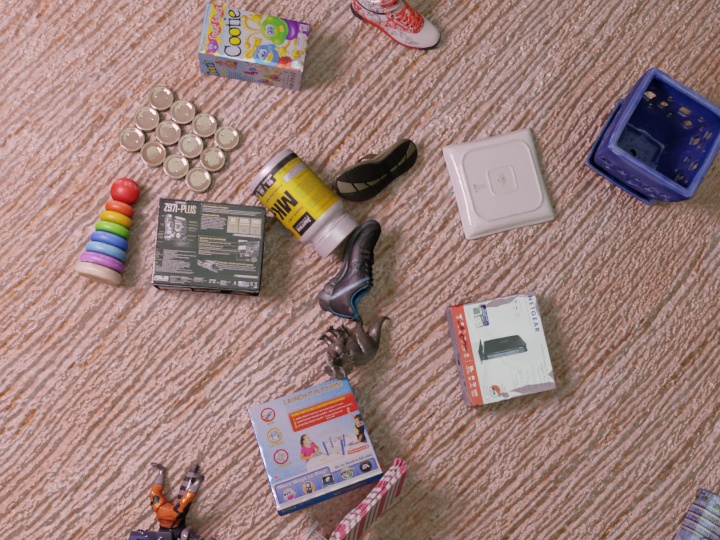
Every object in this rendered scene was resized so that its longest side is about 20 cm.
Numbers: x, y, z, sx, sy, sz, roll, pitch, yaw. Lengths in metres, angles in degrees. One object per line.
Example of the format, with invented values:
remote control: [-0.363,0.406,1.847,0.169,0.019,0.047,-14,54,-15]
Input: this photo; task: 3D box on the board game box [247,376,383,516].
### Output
board game box: [-0.085,0.319,1.405,0.199,0.056,0.196,-17,63,-10]

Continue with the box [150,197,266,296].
box: [-0.283,-0.042,1.439,0.199,0.086,0.164,4,83,-8]

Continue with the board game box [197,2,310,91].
board game box: [-0.206,-0.432,1.488,0.199,0.105,0.103,9,81,-8]

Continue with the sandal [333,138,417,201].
sandal: [0.027,-0.200,1.519,0.201,0.057,0.080,-31,126,-26]

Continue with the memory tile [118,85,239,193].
memory tile: [-0.353,-0.255,1.491,0.200,0.017,0.154,31,80,-4]

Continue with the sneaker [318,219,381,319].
sneaker: [0.000,0.000,1.472,0.082,0.073,0.200,25,88,26]

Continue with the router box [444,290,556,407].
router box: [0.276,0.153,1.514,0.179,0.049,0.201,-11,85,-9]

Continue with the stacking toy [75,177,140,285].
stacking toy: [-0.458,-0.078,1.426,0.085,0.085,0.201,16,76,-6]

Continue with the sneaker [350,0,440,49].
sneaker: [0.077,-0.517,1.537,0.201,0.108,0.067,25,80,-5]

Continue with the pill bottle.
pill bottle: [-0.105,-0.125,1.460,0.200,0.114,0.114,45,79,0]

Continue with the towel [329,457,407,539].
towel: [0.009,0.435,1.374,0.030,0.147,0.200,38,60,21]

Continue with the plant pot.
plant pot: [0.582,-0.255,1.541,0.200,0.180,0.200,31,81,-3]

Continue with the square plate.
square plate: [0.287,-0.181,1.567,0.197,0.028,0.201,-13,85,-10]

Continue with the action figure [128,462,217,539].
action figure: [-0.312,0.455,1.370,0.199,0.105,0.194,5,87,17]

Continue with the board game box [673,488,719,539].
board game box: [0.728,0.576,1.522,0.200,0.062,0.200,32,79,-3]

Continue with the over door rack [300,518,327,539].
over door rack: [-0.091,0.580,1.393,0.148,0.067,0.200,40,59,-2]

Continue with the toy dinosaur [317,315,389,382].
toy dinosaur: [-0.016,0.147,1.461,0.200,0.077,0.102,-19,72,-44]
